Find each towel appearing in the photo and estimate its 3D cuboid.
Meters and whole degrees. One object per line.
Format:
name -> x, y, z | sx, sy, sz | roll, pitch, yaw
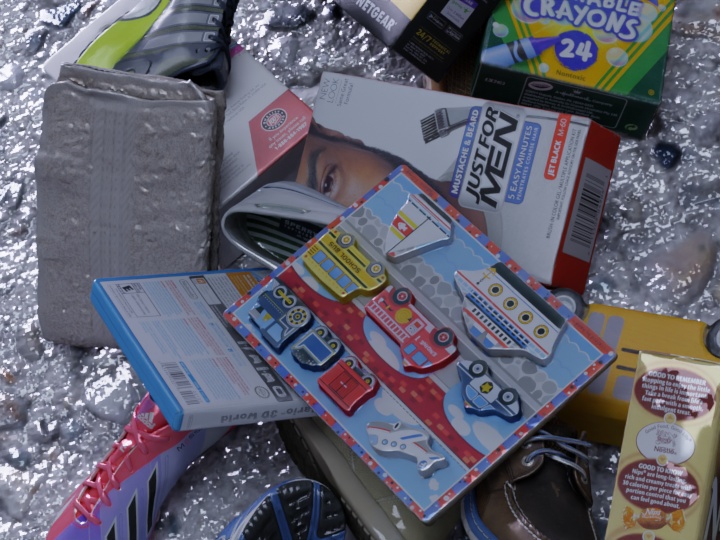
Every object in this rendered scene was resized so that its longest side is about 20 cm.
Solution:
towel -> -0.155, -0.036, 1.350 | 0.132, 0.034, 0.201 | 9, 108, 21

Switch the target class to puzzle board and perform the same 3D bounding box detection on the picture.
puzzle board -> 0.031, 0.037, 1.196 | 0.151, 0.017, 0.200 | -41, 58, -9

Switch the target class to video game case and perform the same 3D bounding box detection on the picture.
video game case -> -0.053, 0.044, 1.265 | 0.199, 0.018, 0.143 | -4, 35, -30

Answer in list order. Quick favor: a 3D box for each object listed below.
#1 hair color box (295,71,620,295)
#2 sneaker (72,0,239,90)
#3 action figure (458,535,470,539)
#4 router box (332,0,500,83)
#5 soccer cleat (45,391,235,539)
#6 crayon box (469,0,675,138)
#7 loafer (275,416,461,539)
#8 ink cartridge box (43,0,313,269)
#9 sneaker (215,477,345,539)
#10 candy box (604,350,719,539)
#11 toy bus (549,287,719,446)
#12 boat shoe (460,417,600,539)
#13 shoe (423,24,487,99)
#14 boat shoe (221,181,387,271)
hair color box -> 0.059, -0.059, 1.327 | 0.199, 0.064, 0.111 | 12, 88, 29
sneaker -> -0.112, -0.166, 1.391 | 0.081, 0.074, 0.200 | 35, 81, 21
action figure -> 0.049, 0.260, 1.148 | 0.102, 0.119, 0.201 | 17, 55, 2
router box -> 0.042, -0.240, 1.407 | 0.157, 0.052, 0.200 | -53, 37, 7
soccer cleat -> -0.143, 0.123, 1.299 | 0.067, 0.077, 0.200 | 33, 73, 29
crayon box -> 0.156, -0.201, 1.398 | 0.125, 0.052, 0.201 | 13, 62, -1
loafer -> -0.001, 0.112, 1.271 | 0.068, 0.076, 0.200 | -27, 54, -14
ink cartridge box -> -0.123, -0.110, 1.435 | 0.116, 0.068, 0.200 | -40, 60, -10
sneaker -> -0.078, 0.213, 1.240 | 0.076, 0.077, 0.200 | 40, 91, -7
candy box -> 0.175, 0.152, 1.135 | 0.055, 0.115, 0.201 | 10, 86, 20
toy bus -> 0.189, 0.070, 1.247 | 0.199, 0.065, 0.079 | 10, 65, 20
boat shoe -> 0.098, 0.120, 1.180 | 0.073, 0.072, 0.200 | -68, 21, 15
shoe -> 0.078, -0.173, 1.432 | 0.070, 0.053, 0.201 | 13, 64, -17
boat shoe -> 0.000, 0.000, 1.281 | 0.199, 0.074, 0.067 | 17, 23, 28
